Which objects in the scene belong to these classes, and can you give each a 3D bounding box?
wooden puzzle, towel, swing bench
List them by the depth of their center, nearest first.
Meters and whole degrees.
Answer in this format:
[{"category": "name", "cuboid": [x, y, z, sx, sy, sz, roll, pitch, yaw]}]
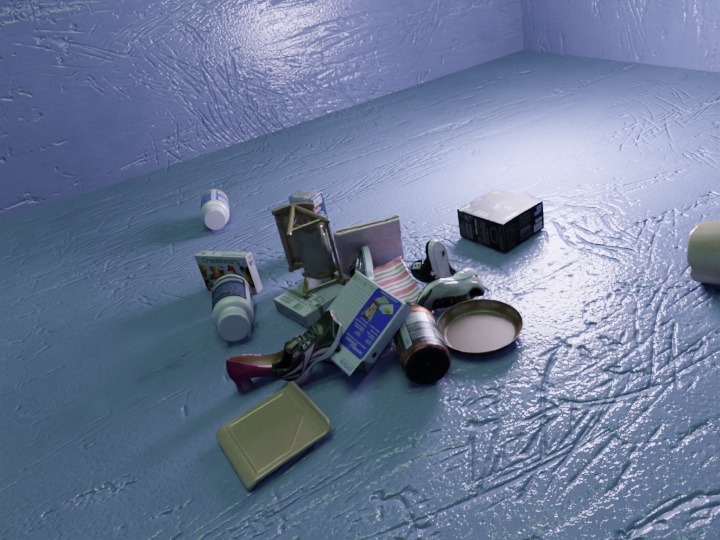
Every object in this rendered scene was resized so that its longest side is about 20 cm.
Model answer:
[{"category": "wooden puzzle", "cuboid": [-0.178, 0.332, 1.138, 0.199, 0.038, 0.184, -33, 35, -21]}, {"category": "towel", "cuboid": [0.080, 0.050, 1.467, 0.144, 0.030, 0.201, -20, 43, -9]}, {"category": "swing bench", "cuboid": [-0.147, -0.068, 1.549, 0.128, 0.202, 0.200, -20, 30, -12]}, {"category": "towel", "cuboid": [0.026, -0.066, 1.559, 0.188, 0.201, 0.033, -14, 53, -3]}]

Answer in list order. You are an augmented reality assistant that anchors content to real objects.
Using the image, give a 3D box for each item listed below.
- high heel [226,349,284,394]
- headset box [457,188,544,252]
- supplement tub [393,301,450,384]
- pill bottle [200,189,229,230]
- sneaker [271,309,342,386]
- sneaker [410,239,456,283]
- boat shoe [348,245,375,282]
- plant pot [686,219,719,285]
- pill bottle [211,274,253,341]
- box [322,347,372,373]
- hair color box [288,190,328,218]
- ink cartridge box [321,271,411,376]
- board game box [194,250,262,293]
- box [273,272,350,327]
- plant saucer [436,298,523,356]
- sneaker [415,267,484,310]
[{"category": "high heel", "cuboid": [-0.215, 0.203, 1.303, 0.198, 0.097, 0.067, -24, 31, -16]}, {"category": "headset box", "cuboid": [0.407, -0.154, 1.645, 0.173, 0.094, 0.199, -28, 32, -24]}, {"category": "supplement tub", "cuboid": [0.127, 0.151, 1.236, 0.105, 0.108, 0.201, -14, 29, 0]}, {"category": "pill bottle", "cuboid": [-0.570, -0.234, 2.182, 0.110, 0.114, 0.201, -17, 30, -5]}, {"category": "sneaker", "cuboid": [-0.121, 0.172, 1.233, 0.201, 0.086, 0.080, -55, 44, 8]}, {"category": "sneaker", "cuboid": [0.170, -0.013, 1.423, 0.110, 0.200, 0.074, 6, 64, 29]}, {"category": "boat shoe", "cuboid": [0.000, 0.000, 1.454, 0.067, 0.073, 0.201, -10, 33, 1]}, {"category": "plant pot", "cuboid": [0.823, -0.039, 1.201, 0.200, 0.203, 0.182, -36, 25, -34]}, {"category": "pill bottle", "cuboid": [-0.349, 0.103, 1.516, 0.109, 0.113, 0.201, -17, 29, -6]}, {"category": "box", "cuboid": [-0.007, 0.143, 1.337, 0.156, 0.049, 0.201, 8, 45, 35]}, {"category": "hair color box", "cuboid": [-0.152, -0.149, 1.766, 0.099, 0.203, 0.060, 10, 36, 34]}, {"category": "ink cartridge box", "cuboid": [-0.008, 0.121, 1.268, 0.201, 0.043, 0.197, -50, 41, -6]}, {"category": "board game box", "cuboid": [-0.401, 0.004, 1.690, 0.197, 0.128, 0.035, 2, 32, 27]}, {"category": "box", "cuboid": [-0.119, 0.068, 1.548, 0.199, 0.042, 0.155, -34, 36, -30]}, {"category": "plant saucer", "cuboid": [0.273, 0.134, 1.278, 0.197, 0.033, 0.201, -11, 31, 6]}, {"category": "sneaker", "cuboid": [0.221, 0.061, 1.378, 0.198, 0.075, 0.080, -22, 55, -18]}]
